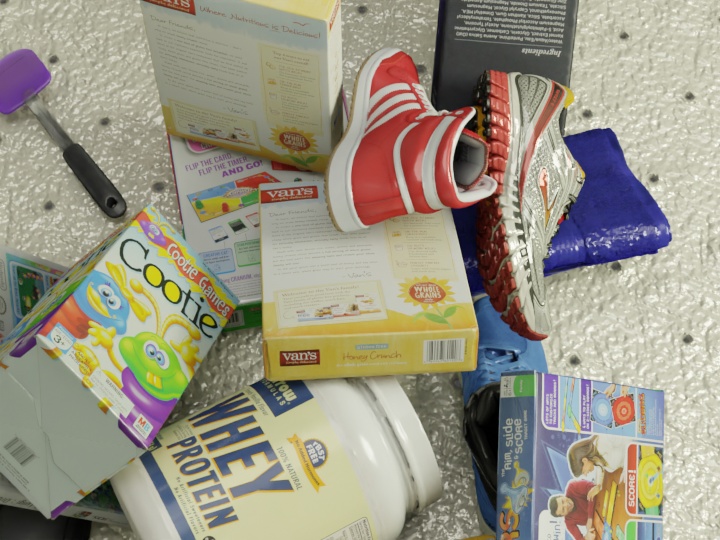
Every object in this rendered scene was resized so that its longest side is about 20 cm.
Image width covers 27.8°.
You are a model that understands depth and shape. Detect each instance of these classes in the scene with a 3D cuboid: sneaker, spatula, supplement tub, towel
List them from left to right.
[{"bbox_3d":[-0.255,-0.115,1.225,0.056,0.021,0.200,-39,70,-6],"label":"spatula"},{"bbox_3d":[-0.059,0.151,1.009,0.199,0.145,0.145,-26,64,-14],"label":"supplement tub"},{"bbox_3d":[0.048,-0.103,1.057,0.112,0.071,0.200,-8,38,20],"label":"sneaker"},{"bbox_3d":[0.110,0.090,1.063,0.076,0.111,0.201,1,61,0],"label":"sneaker"},{"bbox_3d":[0.132,-0.043,1.167,0.199,0.050,0.148,-11,41,-6],"label":"towel"},{"bbox_3d":[0.129,-0.049,1.067,0.082,0.078,0.201,-1,85,-10],"label":"sneaker"}]

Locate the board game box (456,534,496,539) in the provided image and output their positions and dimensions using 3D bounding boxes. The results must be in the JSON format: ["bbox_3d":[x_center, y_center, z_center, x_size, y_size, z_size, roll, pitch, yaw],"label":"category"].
[{"bbox_3d":[0.010,0.263,0.942,0.199,0.040,0.154,-5,88,-22],"label":"board game box"}]

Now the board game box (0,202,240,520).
[{"bbox_3d":[-0.179,0.057,1.007,0.105,0.103,0.200,48,28,-12],"label":"board game box"}]

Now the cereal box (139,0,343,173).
[{"bbox_3d":[-0.085,-0.154,1.082,0.143,0.200,0.040,16,62,7],"label":"cereal box"}]

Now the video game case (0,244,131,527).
[{"bbox_3d":[-0.236,0.077,1.047,0.024,0.182,0.201,-30,57,29],"label":"video game case"}]

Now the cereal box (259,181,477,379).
[{"bbox_3d":[0.000,0.000,1.037,0.143,0.040,0.200,-3,34,-2],"label":"cereal box"}]

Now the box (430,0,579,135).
[{"bbox_3d":[0.115,-0.215,1.159,0.104,0.148,0.201,5,103,0],"label":"box"}]

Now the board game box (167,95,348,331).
[{"bbox_3d":[-0.071,-0.056,1.175,0.152,0.040,0.201,-9,62,-5],"label":"board game box"}]

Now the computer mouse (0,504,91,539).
[{"bbox_3d":[-0.220,0.238,1.016,0.140,0.046,0.201,16,62,10],"label":"computer mouse"}]

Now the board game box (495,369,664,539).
[{"bbox_3d":[0.150,0.174,0.982,0.135,0.034,0.201,12,77,-39],"label":"board game box"}]
